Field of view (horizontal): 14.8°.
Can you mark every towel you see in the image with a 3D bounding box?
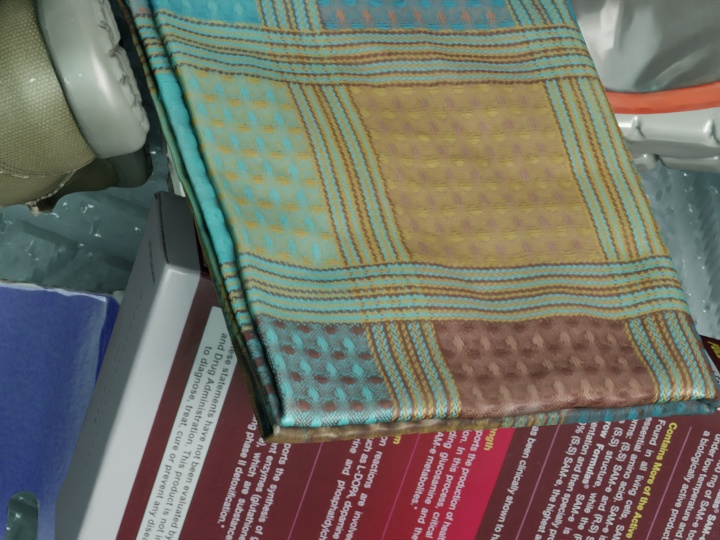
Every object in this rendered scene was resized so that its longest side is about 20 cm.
[{"bbox_3d":[0.010,-0.045,0.773,0.147,0.200,0.022,-3,148,-29],"label":"towel"}]

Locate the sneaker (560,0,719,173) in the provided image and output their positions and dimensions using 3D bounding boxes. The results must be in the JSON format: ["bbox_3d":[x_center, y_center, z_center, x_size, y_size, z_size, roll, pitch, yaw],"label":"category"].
[{"bbox_3d":[0.079,-0.075,0.865,0.200,0.077,0.082,5,79,9],"label":"sneaker"}]

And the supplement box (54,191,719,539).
[{"bbox_3d":[0.022,0.058,0.801,0.200,0.061,0.109,15,110,-12],"label":"supplement box"}]

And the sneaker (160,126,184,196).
[{"bbox_3d":[0.000,0.000,0.892,0.085,0.074,0.200,-23,113,7],"label":"sneaker"}]

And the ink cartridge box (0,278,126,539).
[{"bbox_3d":[-0.033,0.105,0.870,0.200,0.047,0.198,4,115,-11],"label":"ink cartridge box"}]

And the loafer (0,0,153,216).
[{"bbox_3d":[-0.103,-0.053,0.813,0.070,0.200,0.075,-18,89,-5],"label":"loafer"}]
